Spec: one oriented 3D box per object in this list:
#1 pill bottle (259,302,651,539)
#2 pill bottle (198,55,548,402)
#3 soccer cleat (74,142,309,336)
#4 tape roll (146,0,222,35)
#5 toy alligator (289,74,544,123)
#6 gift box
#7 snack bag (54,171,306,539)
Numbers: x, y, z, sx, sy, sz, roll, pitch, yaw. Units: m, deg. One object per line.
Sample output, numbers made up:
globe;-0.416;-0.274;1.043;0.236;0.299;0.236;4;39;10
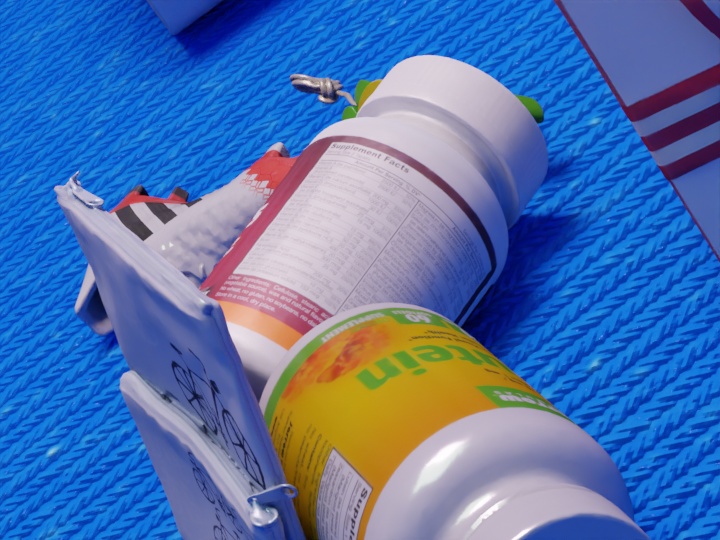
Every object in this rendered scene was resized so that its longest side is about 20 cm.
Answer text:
pill bottle;0.040;0.095;1.146;0.111;0.111;0.200;-38;28;-6
pill bottle;0.000;0.000;1.337;0.109;0.110;0.200;-2;42;46
soccer cleat;-0.071;-0.009;1.483;0.200;0.069;0.085;-8;47;46
tape roll;-0.116;-0.264;1.775;0.139;0.203;0.203;-35;28;-2
toy alligator;0.024;-0.067;1.481;0.200;0.059;0.054;10;92;53
gift box;0.197;-0.135;1.254;0.200;0.185;0.187;-30;26;22
snack bag;-0.067;0.071;1.214;0.021;0.200;0.189;-26;26;-15
